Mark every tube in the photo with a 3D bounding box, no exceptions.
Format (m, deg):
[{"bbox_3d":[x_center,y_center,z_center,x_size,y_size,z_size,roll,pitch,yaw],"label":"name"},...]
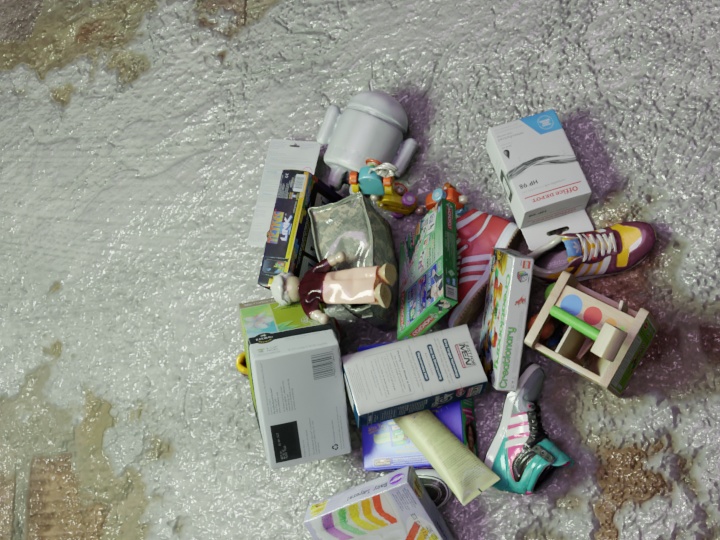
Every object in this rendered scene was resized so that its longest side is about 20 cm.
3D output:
[{"bbox_3d":[0.114,0.260,1.486,0.058,0.052,0.200,-48,65,6],"label":"tube"}]

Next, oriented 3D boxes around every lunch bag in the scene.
[{"bbox_3d":[0.000,0.000,1.625,0.117,0.164,0.200,-18,70,13],"label":"lunch bag"}]

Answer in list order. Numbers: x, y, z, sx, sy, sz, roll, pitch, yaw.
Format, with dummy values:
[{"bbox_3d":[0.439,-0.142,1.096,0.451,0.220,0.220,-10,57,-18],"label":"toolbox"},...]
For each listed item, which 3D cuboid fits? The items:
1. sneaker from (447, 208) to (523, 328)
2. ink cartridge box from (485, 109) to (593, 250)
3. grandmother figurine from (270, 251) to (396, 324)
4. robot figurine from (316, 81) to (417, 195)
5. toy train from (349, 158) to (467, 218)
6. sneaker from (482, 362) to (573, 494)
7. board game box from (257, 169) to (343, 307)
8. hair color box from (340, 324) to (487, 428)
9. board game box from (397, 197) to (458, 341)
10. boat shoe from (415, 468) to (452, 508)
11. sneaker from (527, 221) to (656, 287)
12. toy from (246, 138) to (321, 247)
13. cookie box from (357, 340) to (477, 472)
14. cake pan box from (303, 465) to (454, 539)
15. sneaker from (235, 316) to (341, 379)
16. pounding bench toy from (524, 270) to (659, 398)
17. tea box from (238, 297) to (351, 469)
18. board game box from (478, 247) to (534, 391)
[{"bbox_3d":[0.168,-0.007,1.605,0.112,0.071,0.200,29,81,23],"label":"sneaker"},{"bbox_3d":[0.288,-0.144,1.572,0.116,0.067,0.200,-17,68,-5],"label":"ink cartridge box"},{"bbox_3d":[-0.050,0.029,1.518,0.200,0.061,0.121,-1,49,26],"label":"grandmother figurine"},{"bbox_3d":[0.011,-0.223,1.709,0.169,0.113,0.200,23,86,0],"label":"robot figurine"},{"bbox_3d":[0.078,-0.143,1.635,0.150,0.200,0.056,-16,58,45],"label":"toy train"},{"bbox_3d":[0.266,0.248,1.485,0.121,0.084,0.200,20,93,32],"label":"sneaker"},{"bbox_3d":[-0.095,-0.051,1.680,0.057,0.165,0.200,8,79,23],"label":"board game box"},{"bbox_3d":[0.078,0.158,1.483,0.200,0.061,0.100,-14,63,-8],"label":"hair color box"},{"bbox_3d":[0.105,0.000,1.576,0.135,0.029,0.200,-48,29,45],"label":"board game box"},{"bbox_3d":[0.051,0.370,1.550,0.200,0.064,0.071,-24,97,21],"label":"boat shoe"},{"bbox_3d":[0.352,-0.028,1.519,0.200,0.090,0.075,-22,68,17],"label":"sneaker"},{"bbox_3d":[-0.129,-0.132,1.781,0.115,0.047,0.200,8,80,32],"label":"toy"},{"bbox_3d":[0.091,0.214,1.578,0.171,0.075,0.200,-8,74,20],"label":"cookie box"},{"bbox_3d":[0.039,0.412,1.507,0.184,0.052,0.200,-22,109,17],"label":"cake pan box"},{"bbox_3d":[-0.122,0.138,1.689,0.200,0.082,0.078,-29,67,14],"label":"sneaker"},{"bbox_3d":[0.323,0.083,1.441,0.156,0.200,0.124,29,89,26],"label":"pounding bench toy"},{"bbox_3d":[-0.106,0.166,1.553,0.133,0.200,0.197,-10,26,-11],"label":"tea box"},{"bbox_3d":[0.218,0.071,1.502,0.035,0.126,0.200,5,96,-8],"label":"board game box"}]
